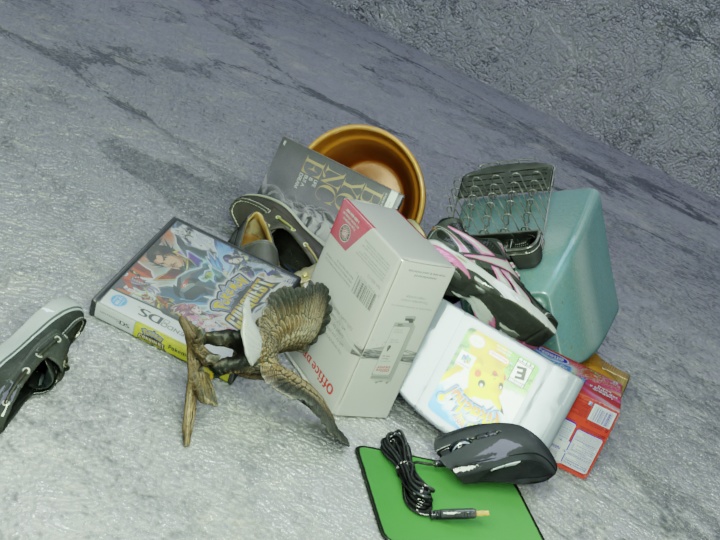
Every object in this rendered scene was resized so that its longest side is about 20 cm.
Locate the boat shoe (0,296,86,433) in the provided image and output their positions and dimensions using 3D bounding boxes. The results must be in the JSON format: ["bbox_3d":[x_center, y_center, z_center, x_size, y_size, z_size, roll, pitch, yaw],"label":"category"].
[{"bbox_3d":[-0.305,0.090,1.006,0.056,0.069,0.200,31,28,3],"label":"boat shoe"}]

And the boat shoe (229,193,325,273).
[{"bbox_3d":[-0.112,-0.044,1.494,0.200,0.073,0.060,35,21,23],"label":"boat shoe"}]

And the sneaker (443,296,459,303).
[{"bbox_3d":[0.105,0.047,1.470,0.200,0.078,0.145,-7,23,-35],"label":"sneaker"}]

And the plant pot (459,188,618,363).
[{"bbox_3d":[0.220,0.032,1.431,0.193,0.199,0.201,-4,29,24],"label":"plant pot"}]

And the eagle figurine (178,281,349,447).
[{"bbox_3d":[-0.088,0.092,1.102,0.197,0.154,0.151,7,19,-30],"label":"eagle figurine"}]

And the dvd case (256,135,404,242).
[{"bbox_3d":[-0.055,-0.081,1.538,0.198,0.151,0.016,27,4,10],"label":"dvd case"}]

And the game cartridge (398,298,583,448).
[{"bbox_3d":[0.140,0.135,1.240,0.198,0.135,0.040,29,-2,8],"label":"game cartridge"}]

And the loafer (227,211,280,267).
[{"bbox_3d":[-0.136,-0.008,1.384,0.072,0.073,0.201,13,24,-25],"label":"loafer"}]

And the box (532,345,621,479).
[{"bbox_3d":[0.207,0.152,1.313,0.197,0.101,0.095,25,20,7],"label":"box"}]

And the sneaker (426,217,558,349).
[{"bbox_3d":[0.158,0.007,1.266,0.199,0.080,0.087,39,55,-15],"label":"sneaker"}]

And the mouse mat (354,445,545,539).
[{"bbox_3d":[0.096,0.244,1.114,0.197,0.008,0.161,16,22,-18],"label":"mouse mat"}]

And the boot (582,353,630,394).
[{"bbox_3d":[0.280,0.148,1.458,0.142,0.072,0.201,23,17,17],"label":"boot"}]

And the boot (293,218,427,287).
[{"bbox_3d":[0.000,0.000,1.350,0.153,0.074,0.200,-25,6,-17],"label":"boot"}]

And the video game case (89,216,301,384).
[{"bbox_3d":[-0.185,0.028,1.251,0.178,0.026,0.201,25,36,6],"label":"video game case"}]

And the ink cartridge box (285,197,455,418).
[{"bbox_3d":[0.004,0.043,1.228,0.082,0.203,0.147,9,25,-35],"label":"ink cartridge box"}]

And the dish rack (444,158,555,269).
[{"bbox_3d":[0.173,-0.079,1.391,0.151,0.055,0.202,-3,47,24],"label":"dish rack"}]

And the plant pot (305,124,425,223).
[{"bbox_3d":[0.004,-0.112,1.638,0.197,0.203,0.183,24,6,5],"label":"plant pot"}]

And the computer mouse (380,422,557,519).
[{"bbox_3d":[0.127,0.203,1.127,0.196,0.047,0.141,4,26,-13],"label":"computer mouse"}]
